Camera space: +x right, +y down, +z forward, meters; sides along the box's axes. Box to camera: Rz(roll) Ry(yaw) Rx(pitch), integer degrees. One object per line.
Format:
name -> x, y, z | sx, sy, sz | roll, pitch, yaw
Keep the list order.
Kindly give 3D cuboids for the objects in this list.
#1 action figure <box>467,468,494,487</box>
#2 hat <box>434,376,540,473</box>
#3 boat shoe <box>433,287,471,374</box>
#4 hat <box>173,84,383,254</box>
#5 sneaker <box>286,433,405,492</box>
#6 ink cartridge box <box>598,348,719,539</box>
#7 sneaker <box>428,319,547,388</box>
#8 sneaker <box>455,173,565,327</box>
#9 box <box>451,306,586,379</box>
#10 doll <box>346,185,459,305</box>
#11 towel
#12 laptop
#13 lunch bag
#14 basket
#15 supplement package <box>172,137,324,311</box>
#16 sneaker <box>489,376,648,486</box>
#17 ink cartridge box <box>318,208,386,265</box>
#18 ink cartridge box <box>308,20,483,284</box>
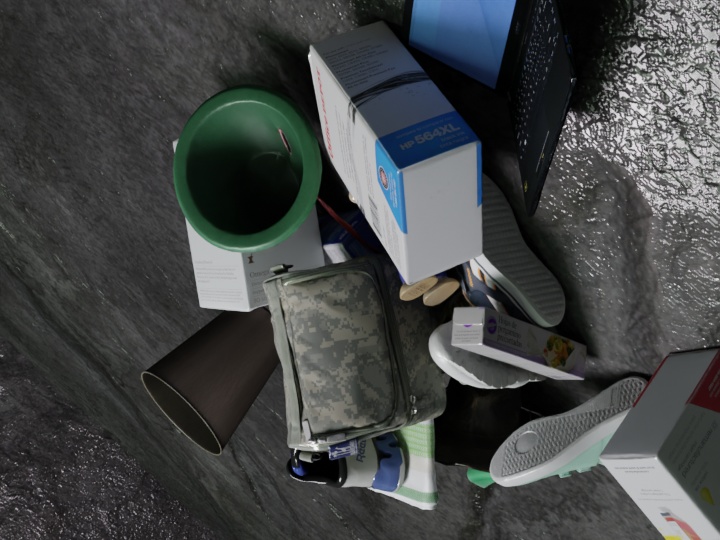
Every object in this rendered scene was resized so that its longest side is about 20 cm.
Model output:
action figure -> 0.202, 0.226, 1.404 | 0.199, 0.055, 0.119 | -14, 118, 52
hat -> 0.147, 0.162, 1.297 | 0.199, 0.200, 0.082 | 22, 114, 36
boat shoe -> 0.122, 0.067, 1.270 | 0.073, 0.063, 0.201 | 41, 154, 3
hat -> -0.089, -0.086, 1.199 | 0.202, 0.164, 0.176 | 69, -166, 12
sneaker -> -0.041, 0.182, 1.260 | 0.200, 0.114, 0.081 | 47, 129, 49
ink cartridge box -> 0.349, 0.198, 1.060 | 0.200, 0.145, 0.083 | 49, 151, -13
sneaker -> 0.126, 0.099, 1.185 | 0.080, 0.077, 0.199 | -16, 159, 35
sneaker -> 0.128, -0.014, 1.120 | 0.079, 0.079, 0.201 | -10, 125, 45
box -> 0.168, 0.077, 1.130 | 0.041, 0.039, 0.199 | -6, 162, 42
doll -> 0.032, -0.062, 1.141 | 0.048, 0.136, 0.201 | -40, 59, 27
towel -> 0.045, 0.160, 1.257 | 0.149, 0.030, 0.203 | 3, 94, 58
laptop -> 0.098, -0.174, 0.898 | 0.102, 0.202, 0.178 | -2, 149, -4
lunch bag -> -0.018, 0.088, 1.155 | 0.139, 0.167, 0.202 | -15, 84, 49
basket -> -0.215, 0.152, 1.706 | 0.135, 0.200, 0.181 | 1, 133, 52
supplement package -> -0.128, -0.065, 1.270 | 0.117, 0.116, 0.203 | 1, 102, 53
sneaker -> 0.248, 0.208, 1.194 | 0.119, 0.199, 0.074 | 53, -163, -30
ink cartridge box -> 0.000, 0.000, 1.325 | 0.137, 0.076, 0.199 | 53, 154, -20
ink cartridge box -> 0.032, -0.113, 1.014 | 0.147, 0.084, 0.201 | 82, 163, -49
